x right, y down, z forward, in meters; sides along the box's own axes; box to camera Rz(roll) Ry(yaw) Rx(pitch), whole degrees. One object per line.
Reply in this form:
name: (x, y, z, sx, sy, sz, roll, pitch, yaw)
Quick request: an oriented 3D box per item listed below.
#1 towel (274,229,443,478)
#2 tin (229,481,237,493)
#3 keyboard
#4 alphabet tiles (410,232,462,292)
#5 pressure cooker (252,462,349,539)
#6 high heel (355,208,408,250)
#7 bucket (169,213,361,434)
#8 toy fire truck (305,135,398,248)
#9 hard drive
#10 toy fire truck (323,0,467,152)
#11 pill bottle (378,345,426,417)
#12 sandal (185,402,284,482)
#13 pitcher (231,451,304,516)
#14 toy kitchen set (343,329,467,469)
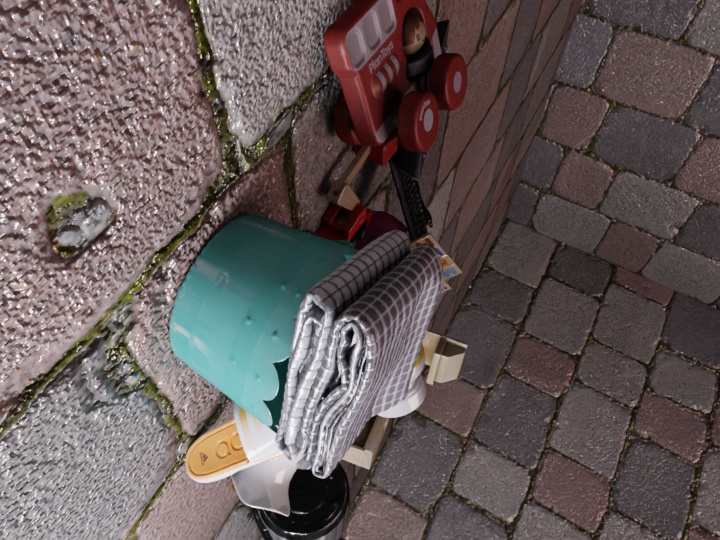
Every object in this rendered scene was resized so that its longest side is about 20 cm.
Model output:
towel: (0.001, 0.080, 0.556, 0.166, 0.085, 0.201, -42, 152, -53)
tin: (-0.133, 0.292, 0.978, 0.200, 0.042, 0.112, -43, 162, -33)
keyboard: (0.080, -0.122, 0.914, 0.127, 0.020, 0.202, -33, 108, -69)
alphabet tiles: (0.058, 0.009, 0.900, 0.200, 0.166, 0.006, 39, 32, -51)
pressure cooker: (-0.107, 0.454, 1.124, 0.176, 0.178, 0.201, -57, 163, -36)
high heel: (0.000, 0.000, 0.917, 0.201, 0.095, 0.067, -69, 164, 15)
bucket: (-0.089, 0.048, 0.621, 0.208, 0.134, 0.208, -55, 162, -27)
toy fire truck: (-0.021, -0.089, 0.797, 0.200, 0.048, 0.142, -52, 160, -36)
hard drive: (0.090, -0.247, 0.852, 0.135, 0.042, 0.201, 86, 17, -61)
toy fire truck: (0.038, -0.242, 0.674, 0.201, 0.111, 0.169, -56, 144, -31)
pill bottle: (0.023, 0.091, 0.781, 0.111, 0.111, 0.201, -47, 127, -47)
sandal: (-0.134, 0.191, 0.688, 0.206, 0.080, 0.059, -32, 151, 12)
pitcher: (-0.114, 0.195, 0.791, 0.121, 0.171, 0.201, 32, 75, -37)
toy kitchen set: (0.057, 0.172, 0.890, 0.181, 0.162, 0.201, -58, 162, -49)
